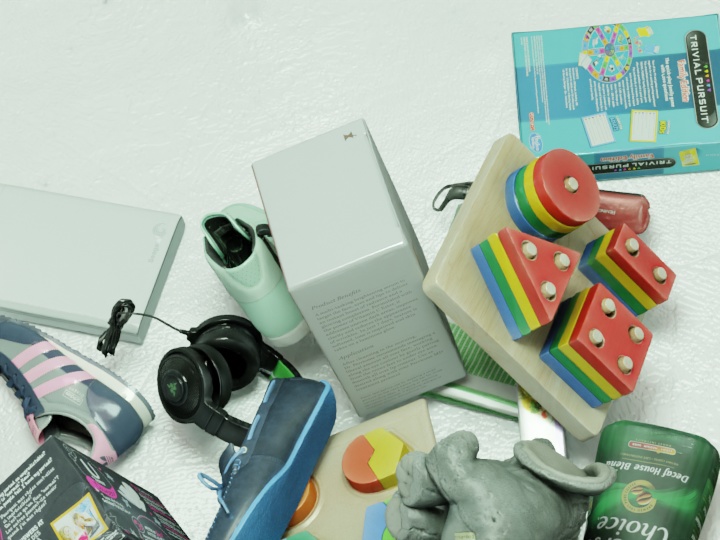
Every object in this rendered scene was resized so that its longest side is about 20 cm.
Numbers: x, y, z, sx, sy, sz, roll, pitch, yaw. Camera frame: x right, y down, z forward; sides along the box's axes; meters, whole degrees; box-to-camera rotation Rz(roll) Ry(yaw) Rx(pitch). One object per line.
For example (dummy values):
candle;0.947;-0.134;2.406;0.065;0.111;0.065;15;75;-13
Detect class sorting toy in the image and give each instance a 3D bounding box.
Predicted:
sorting toy;0.173;0.002;1.662;0.199;0.069;0.200;43;46;-16
sorting toy;-0.017;0.202;1.620;0.184;0.037;0.201;-23;40;10

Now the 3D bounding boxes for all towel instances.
towel;0.129;0.037;1.768;0.152;0.023;0.201;13;62;16

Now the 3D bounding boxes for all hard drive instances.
hard drive;-0.279;-0.010;1.851;0.199;0.026;0.132;10;61;14

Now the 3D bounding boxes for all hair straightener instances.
hair straightener;0.165;-0.059;1.804;0.199;0.077;0.041;2;96;8

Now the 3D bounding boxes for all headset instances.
headset;-0.139;0.094;1.727;0.200;0.094;0.123;36;32;7

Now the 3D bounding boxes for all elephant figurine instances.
elephant figurine;0.132;0.181;1.514;0.199;0.141;0.156;-1;62;-38

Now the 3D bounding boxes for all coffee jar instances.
coffee jar;0.225;0.228;1.601;0.104;0.085;0.201;10;61;14

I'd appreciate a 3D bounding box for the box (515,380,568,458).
box;0.155;0.141;1.669;0.038;0.041;0.201;-6;69;9

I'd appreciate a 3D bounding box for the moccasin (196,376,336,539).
moccasin;-0.085;0.171;1.617;0.068;0.081;0.200;14;46;21

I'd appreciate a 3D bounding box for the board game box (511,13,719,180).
board game box;0.247;-0.161;1.858;0.199;0.047;0.152;-4;58;5

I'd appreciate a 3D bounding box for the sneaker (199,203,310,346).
sneaker;-0.105;-0.031;1.761;0.074;0.118;0.201;-33;37;1

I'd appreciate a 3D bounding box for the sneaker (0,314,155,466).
sneaker;-0.284;0.107;1.753;0.199;0.070;0.082;25;61;22

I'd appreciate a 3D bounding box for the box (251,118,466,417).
box;0.000;0.000;1.688;0.106;0.200;0.153;-22;49;5

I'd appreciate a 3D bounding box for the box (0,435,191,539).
box;-0.221;0.237;1.575;0.132;0.200;0.115;-43;60;1
